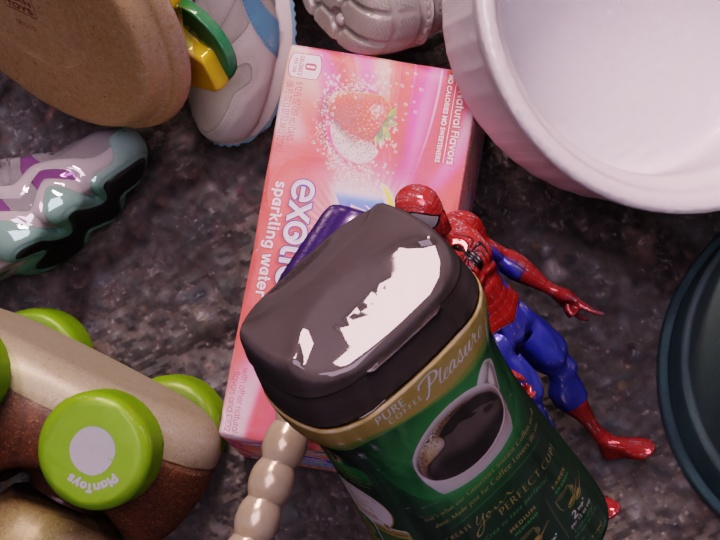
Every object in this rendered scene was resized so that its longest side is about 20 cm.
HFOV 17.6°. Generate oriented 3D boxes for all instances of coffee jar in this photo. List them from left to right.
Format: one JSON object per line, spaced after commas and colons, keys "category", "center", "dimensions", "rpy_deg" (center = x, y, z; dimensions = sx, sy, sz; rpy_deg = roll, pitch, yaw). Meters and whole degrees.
{"category": "coffee jar", "center": [0.029, 0.069, 1.040], "dimensions": [0.104, 0.200, 0.085], "rpy_deg": [-42, 39, -14]}

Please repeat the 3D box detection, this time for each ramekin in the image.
{"category": "ramekin", "center": [0.135, -0.125, 1.106], "dimensions": [0.200, 0.098, 0.201], "rpy_deg": [0, 89, -16]}

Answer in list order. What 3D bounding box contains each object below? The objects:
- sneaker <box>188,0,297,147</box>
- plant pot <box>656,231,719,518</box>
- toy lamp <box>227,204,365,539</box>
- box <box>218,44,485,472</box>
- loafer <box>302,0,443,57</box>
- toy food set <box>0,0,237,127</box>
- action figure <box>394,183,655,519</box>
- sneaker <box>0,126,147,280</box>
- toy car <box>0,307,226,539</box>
{"category": "sneaker", "center": [-0.081, -0.156, 1.178], "dimensions": [0.081, 0.076, 0.201], "rpy_deg": [-16, 119, -30]}
{"category": "plant pot", "center": [0.243, 0.036, 1.091], "dimensions": [0.200, 0.196, 0.201], "rpy_deg": [-1, 80, 4]}
{"category": "toy lamp", "center": [-0.031, 0.068, 1.082], "dimensions": [0.058, 0.058, 0.201], "rpy_deg": [17, 81, 8]}
{"category": "box", "center": [0.000, 0.000, 1.170], "dimensions": [0.102, 0.095, 0.201], "rpy_deg": [10, 80, 6]}
{"category": "loafer", "center": [-0.016, -0.182, 1.208], "dimensions": [0.070, 0.070, 0.200], "rpy_deg": [-14, 51, -29]}
{"category": "toy food set", "center": [-0.155, -0.149, 1.147], "dimensions": [0.200, 0.198, 0.049], "rpy_deg": [16, 54, 43]}
{"category": "action figure", "center": [0.075, 0.033, 1.119], "dimensions": [0.200, 0.052, 0.065], "rpy_deg": [51, 61, -25]}
{"category": "sneaker", "center": [-0.221, -0.048, 1.208], "dimensions": [0.200, 0.078, 0.140], "rpy_deg": [-36, 79, -3]}
{"category": "toy car", "center": [-0.172, 0.130, 1.137], "dimensions": [0.157, 0.164, 0.200], "rpy_deg": [25, 94, 9]}
